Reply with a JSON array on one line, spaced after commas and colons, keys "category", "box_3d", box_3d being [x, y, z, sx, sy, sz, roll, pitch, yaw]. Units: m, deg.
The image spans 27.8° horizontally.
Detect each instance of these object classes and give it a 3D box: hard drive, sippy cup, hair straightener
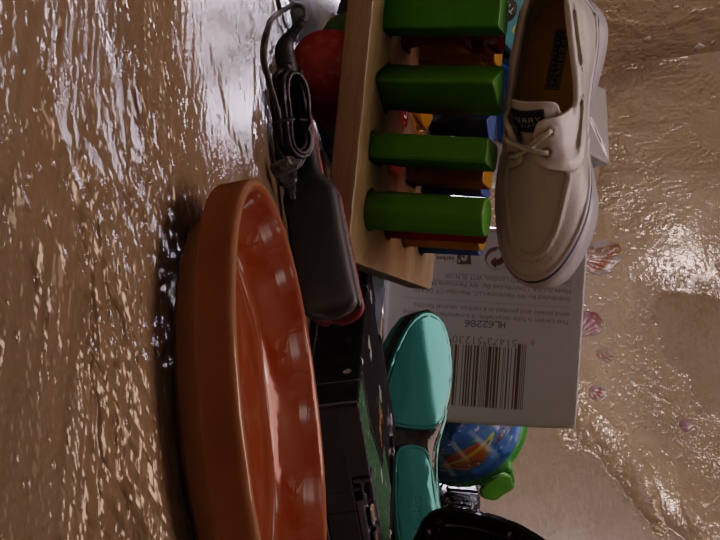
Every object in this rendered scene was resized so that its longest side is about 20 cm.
[{"category": "hard drive", "box_3d": [-0.004, 0.099, 0.967, 0.200, 0.038, 0.140, -87, 168, -65]}, {"category": "sippy cup", "box_3d": [0.088, 0.138, 1.453, 0.140, 0.178, 0.130, -66, 155, -11]}, {"category": "hair straightener", "box_3d": [-0.030, -0.067, 0.879, 0.077, 0.041, 0.200, 42, 42, -82]}]

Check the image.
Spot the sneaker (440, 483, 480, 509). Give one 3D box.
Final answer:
[{"category": "sneaker", "box_3d": [0.078, 0.302, 1.477, 0.201, 0.075, 0.116, -76, 168, -53]}]

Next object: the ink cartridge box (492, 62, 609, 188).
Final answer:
[{"category": "ink cartridge box", "box_3d": [0.089, -0.111, 1.189, 0.116, 0.200, 0.067, 16, 69, -53]}]

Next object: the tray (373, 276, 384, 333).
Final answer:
[{"category": "tray", "box_3d": [0.000, 0.000, 1.208, 0.200, 0.022, 0.108, -81, 163, -70]}]

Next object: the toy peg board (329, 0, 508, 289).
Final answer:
[{"category": "toy peg board", "box_3d": [0.061, -0.092, 1.001, 0.199, 0.098, 0.200, 20, 75, -70]}]

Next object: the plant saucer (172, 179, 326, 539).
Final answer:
[{"category": "plant saucer", "box_3d": [-0.046, 0.062, 0.618, 0.200, 0.032, 0.201, -8, 90, -85]}]

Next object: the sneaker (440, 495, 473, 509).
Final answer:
[{"category": "sneaker", "box_3d": [0.055, 0.258, 1.256, 0.200, 0.078, 0.089, -58, 148, -68]}]

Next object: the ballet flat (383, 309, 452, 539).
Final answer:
[{"category": "ballet flat", "box_3d": [0.028, 0.130, 1.118, 0.070, 0.067, 0.200, -25, -122, 57]}]

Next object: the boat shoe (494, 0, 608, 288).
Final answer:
[{"category": "boat shoe", "box_3d": [0.117, -0.090, 0.940, 0.070, 0.071, 0.200, 19, 80, -58]}]

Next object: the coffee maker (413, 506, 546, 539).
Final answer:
[{"category": "coffee maker", "box_3d": [0.054, 0.260, 0.954, 0.135, 0.192, 0.200, 46, -11, 17]}]

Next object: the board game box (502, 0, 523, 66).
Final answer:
[{"category": "board game box", "box_3d": [0.046, -0.235, 1.065, 0.151, 0.047, 0.200, 36, -3, 43]}]

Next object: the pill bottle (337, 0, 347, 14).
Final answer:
[{"category": "pill bottle", "box_3d": [0.033, -0.248, 1.415, 0.200, 0.106, 0.106, -71, 153, -76]}]

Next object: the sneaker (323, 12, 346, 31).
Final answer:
[{"category": "sneaker", "box_3d": [0.025, -0.143, 1.252, 0.077, 0.084, 0.200, 52, -16, 37]}]

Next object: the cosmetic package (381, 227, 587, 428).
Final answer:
[{"category": "cosmetic package", "box_3d": [0.103, 0.044, 1.282, 0.200, 0.167, 0.167, 1, 92, -89]}]

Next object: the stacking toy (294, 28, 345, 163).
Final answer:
[{"category": "stacking toy", "box_3d": [-0.006, -0.120, 1.055, 0.200, 0.085, 0.086, 36, 47, -74]}]
